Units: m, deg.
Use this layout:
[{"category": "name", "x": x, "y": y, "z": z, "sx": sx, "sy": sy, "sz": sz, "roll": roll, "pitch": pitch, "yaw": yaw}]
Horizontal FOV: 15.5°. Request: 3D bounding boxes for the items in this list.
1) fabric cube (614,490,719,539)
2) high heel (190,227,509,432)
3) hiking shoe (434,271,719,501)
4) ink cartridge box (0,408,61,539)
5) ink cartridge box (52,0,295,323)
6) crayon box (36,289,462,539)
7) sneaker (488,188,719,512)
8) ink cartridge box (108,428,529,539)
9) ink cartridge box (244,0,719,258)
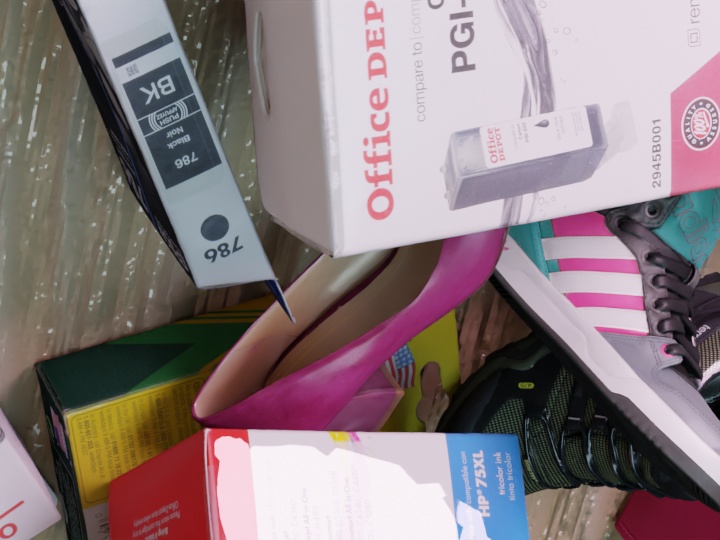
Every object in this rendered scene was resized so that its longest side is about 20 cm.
[{"category": "fabric cube", "x": 0.291, "y": 0.119, "z": 1.388, "sx": 0.200, "sy": 0.196, "sz": 0.200, "roll": 15, "pitch": 110, "yaw": -31}, {"category": "high heel", "x": 0.000, "y": 0.000, "z": 1.188, "sx": 0.096, "sy": 0.067, "sz": 0.200, "roll": 4, "pitch": 120, "yaw": -38}, {"category": "hiking shoe", "x": 0.125, "y": 0.071, "z": 1.262, "sx": 0.200, "sy": 0.101, "sz": 0.076, "roll": -26, "pitch": 122, "yaw": 9}, {"category": "ink cartridge box", "x": -0.217, "y": 0.089, "z": 1.203, "sx": 0.116, "sy": 0.067, "sz": 0.200, "roll": -33, "pitch": 128, "yaw": -5}, {"category": "ink cartridge box", "x": -0.089, "y": -0.066, "z": 1.151, "sx": 0.039, "sy": 0.099, "sz": 0.200, "roll": -28, "pitch": 126, "yaw": -8}, {"category": "crayon box", "x": -0.048, "y": 0.080, "z": 1.290, "sx": 0.200, "sy": 0.051, "sz": 0.127, "roll": -16, "pitch": 124, "yaw": -16}, {"category": "sneaker", "x": 0.139, "y": 0.005, "z": 1.211, "sx": 0.121, "sy": 0.200, "sz": 0.084, "roll": -39, "pitch": 157, "yaw": -2}, {"category": "ink cartridge box", "x": -0.037, "y": 0.116, "z": 1.206, "sx": 0.200, "sy": 0.067, "sz": 0.116, "roll": 3, "pitch": 162, "yaw": -28}, {"category": "ink cartridge box", "x": 0.059, "y": -0.097, "z": 1.100, "sx": 0.200, "sy": 0.085, "sz": 0.146, "roll": -10, "pitch": 108, "yaw": -18}]
